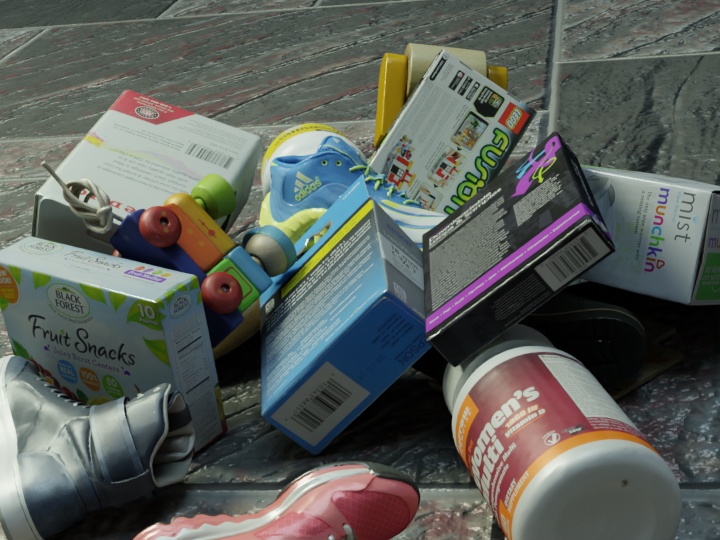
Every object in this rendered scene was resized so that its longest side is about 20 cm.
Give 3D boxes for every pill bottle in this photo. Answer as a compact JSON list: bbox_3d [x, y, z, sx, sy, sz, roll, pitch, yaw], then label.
[{"bbox_3d":[-0.045,-0.090,1.315,0.112,0.112,0.200,-9,11,-4],"label":"pill bottle"},{"bbox_3d":[0.125,0.117,0.860,0.109,0.110,0.200,-11,25,-9],"label":"pill bottle"}]

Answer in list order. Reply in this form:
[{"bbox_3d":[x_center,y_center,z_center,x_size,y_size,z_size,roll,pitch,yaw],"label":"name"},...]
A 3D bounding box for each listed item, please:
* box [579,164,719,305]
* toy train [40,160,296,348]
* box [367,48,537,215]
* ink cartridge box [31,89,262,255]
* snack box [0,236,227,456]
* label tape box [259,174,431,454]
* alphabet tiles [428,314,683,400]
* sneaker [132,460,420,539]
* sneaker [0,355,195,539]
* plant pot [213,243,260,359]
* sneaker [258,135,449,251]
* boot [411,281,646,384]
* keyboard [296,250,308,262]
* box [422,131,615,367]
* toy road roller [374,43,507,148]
[{"bbox_3d":[0.257,-0.035,1.097,0.176,0.097,0.200,16,9,38],"label":"box"},{"bbox_3d":[-0.150,-0.044,1.045,0.116,0.200,0.085,-43,1,-39],"label":"toy train"},{"bbox_3d":[0.067,-0.094,1.208,0.110,0.200,0.035,33,-4,-6],"label":"box"},{"bbox_3d":[-0.195,-0.067,1.182,0.146,0.083,0.200,21,38,3],"label":"ink cartridge box"},{"bbox_3d":[-0.206,0.059,1.038,0.200,0.142,0.053,11,30,35],"label":"snack box"},{"bbox_3d":[-0.014,0.030,1.034,0.144,0.063,0.200,-45,23,19],"label":"label tape box"},{"bbox_3d":[0.163,0.072,1.076,0.200,0.006,0.166,-24,29,-33],"label":"alphabet tiles"},{"bbox_3d":[-0.047,0.191,0.818,0.200,0.074,0.087,-17,40,-13],"label":"sneaker"},{"bbox_3d":[-0.204,0.114,0.977,0.146,0.077,0.202,-22,36,-6],"label":"sneaker"},{"bbox_3d":[-0.163,0.030,1.173,0.200,0.028,0.200,-16,30,10],"label":"plant pot"},{"bbox_3d":[0.002,-0.061,1.119,0.200,0.105,0.076,4,22,17],"label":"sneaker"},{"bbox_3d":[0.136,0.045,1.069,0.200,0.078,0.138,7,19,11],"label":"boot"},{"bbox_3d":[0.000,0.000,1.121,0.200,0.011,0.056,7,21,24],"label":"keyboard"},{"bbox_3d":[0.112,-0.022,0.967,0.143,0.036,0.200,-38,19,17],"label":"box"},{"bbox_3d":[0.071,-0.118,1.307,0.123,0.200,0.146,6,-8,-7],"label":"toy road roller"}]
